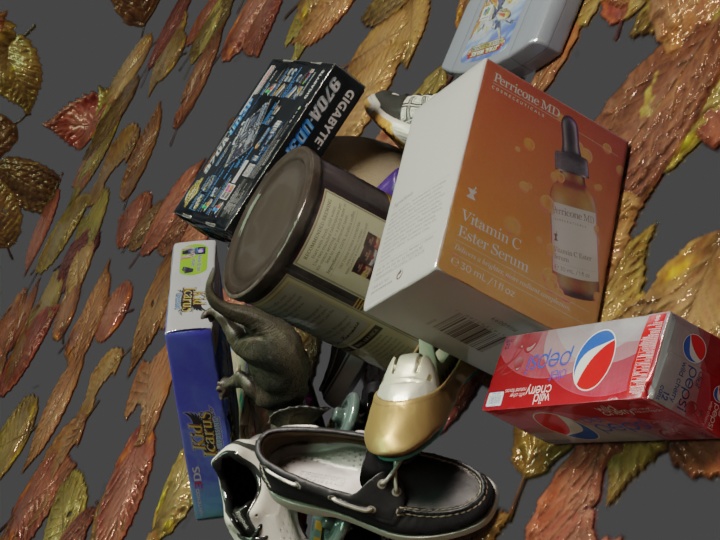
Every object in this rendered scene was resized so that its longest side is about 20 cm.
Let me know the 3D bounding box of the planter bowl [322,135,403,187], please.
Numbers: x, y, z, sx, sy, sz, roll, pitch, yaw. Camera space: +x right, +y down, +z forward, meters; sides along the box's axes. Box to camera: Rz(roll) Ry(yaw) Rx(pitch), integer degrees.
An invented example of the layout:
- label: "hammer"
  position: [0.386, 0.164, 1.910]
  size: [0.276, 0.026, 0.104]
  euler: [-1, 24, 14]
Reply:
- label: "planter bowl"
  position: [-0.036, -0.060, 1.612]
  size: [0.200, 0.135, 0.200]
  euler: [-47, 27, 33]

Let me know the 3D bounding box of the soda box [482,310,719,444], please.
- label: "soda box"
  position: [0.171, 0.079, 1.076]
  size: [0.200, 0.070, 0.063]
  euler: [-14, 51, 63]

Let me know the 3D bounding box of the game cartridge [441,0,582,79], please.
- label: "game cartridge"
  position: [0.152, -0.250, 1.542]
  size: [0.133, 0.042, 0.200]
  euler: [-64, 21, -13]

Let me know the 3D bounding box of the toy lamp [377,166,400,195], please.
- label: "toy lamp"
  position: [0.089, -0.092, 1.407]
  size: [0.200, 0.058, 0.058]
  euler: [-29, 37, 32]

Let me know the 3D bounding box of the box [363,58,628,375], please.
- label: "box"
  position: [0.110, -0.037, 1.233]
  size: [0.106, 0.152, 0.200]
  euler: [-32, 38, 54]

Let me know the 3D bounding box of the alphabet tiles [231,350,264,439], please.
- label: "alphabet tiles"
  position: [-0.129, 0.152, 1.620]
  size: [0.196, 0.015, 0.200]
  euler: [-111, 28, -53]

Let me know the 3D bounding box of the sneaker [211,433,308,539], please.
- label: "sneaker"
  position: [-0.081, 0.239, 1.348]
  size: [0.074, 0.080, 0.200]
  euler: [-28, 72, 23]

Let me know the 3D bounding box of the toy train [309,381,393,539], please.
- label: "toy train"
  position: [0.000, 0.194, 1.325]
  size: [0.114, 0.085, 0.200]
  euler: [123, 159, -47]

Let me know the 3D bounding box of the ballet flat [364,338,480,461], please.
- label: "ballet flat"
  position: [0.048, 0.084, 1.243]
  size: [0.069, 0.063, 0.200]
  euler: [-4, 19, 23]

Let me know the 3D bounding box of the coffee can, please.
- label: "coffee can"
  position: [0.000, 0.000, 1.372]
  size: [0.146, 0.200, 0.146]
  euler: [-47, 26, 33]

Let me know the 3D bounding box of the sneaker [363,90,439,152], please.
- label: "sneaker"
  position: [0.080, -0.145, 1.532]
  size: [0.088, 0.076, 0.200]
  euler: [-50, 39, 0]

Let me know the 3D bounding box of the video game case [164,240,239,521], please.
- label: "video game case"
  position: [-0.144, 0.099, 1.451]
  size: [0.181, 0.045, 0.200]
  euler: [-97, 1, -63]

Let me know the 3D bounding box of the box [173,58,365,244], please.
- label: "box"
  position: [-0.095, -0.119, 1.562]
  size: [0.200, 0.046, 0.159]
  euler: [-58, 26, -7]

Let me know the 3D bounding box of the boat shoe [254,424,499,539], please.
- label: "boat shoe"
  position: [0.009, 0.161, 1.221]
  size: [0.200, 0.060, 0.074]
  euler: [9, 55, 25]

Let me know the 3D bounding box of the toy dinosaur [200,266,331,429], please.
- label: "toy dinosaur"
  position: [-0.077, 0.073, 1.318]
  size: [0.102, 0.200, 0.077]
  euler: [15, 37, 34]

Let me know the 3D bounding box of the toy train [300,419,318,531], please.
- label: "toy train"
  position: [-0.062, 0.225, 1.410]
  size: [0.046, 0.034, 0.200]
  euler: [-169, 86, -78]

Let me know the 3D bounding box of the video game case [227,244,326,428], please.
- label: "video game case"
  position: [-0.077, 0.084, 1.514]
  size: [0.036, 0.181, 0.200]
  euler: [-19, 26, -5]

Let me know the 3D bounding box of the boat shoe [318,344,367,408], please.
- label: "boat shoe"
  position: [-0.003, 0.033, 1.493]
  size: [0.070, 0.066, 0.200]
  euler: [83, -149, -80]
